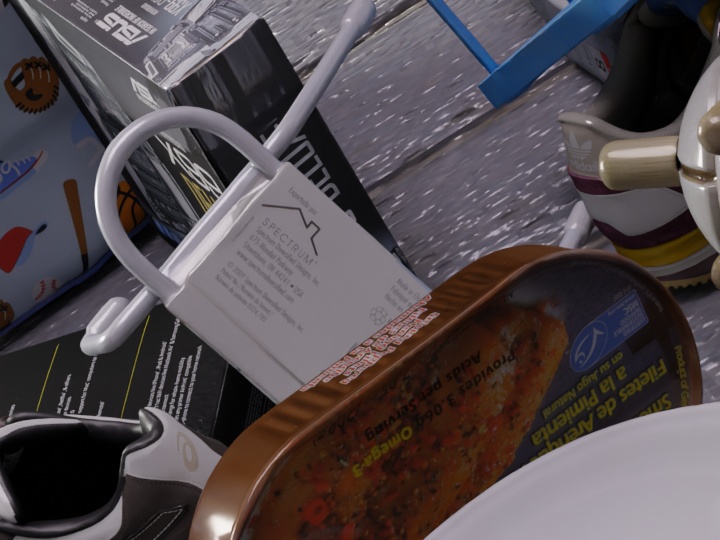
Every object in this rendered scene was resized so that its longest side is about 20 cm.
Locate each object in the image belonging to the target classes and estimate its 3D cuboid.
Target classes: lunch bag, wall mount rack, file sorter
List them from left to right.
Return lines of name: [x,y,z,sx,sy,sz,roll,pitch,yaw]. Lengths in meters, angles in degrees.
lunch bag: [-0.166,-0.065,1.314,0.200,0.160,0.076,-41,33,-13]
wall mount rack: [0.000,0.000,1.075,0.174,0.200,0.075,-50,10,-13]
file sorter: [0.102,-0.183,1.144,0.200,0.123,0.139,-42,1,-19]

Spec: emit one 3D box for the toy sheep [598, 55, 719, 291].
toy sheep: [0.176,-0.040,1.012,0.200,0.138,0.138,3,43,21]

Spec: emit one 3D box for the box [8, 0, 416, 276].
box: [-0.062,-0.054,1.212,0.050,0.158,0.200,-38,33,-10]

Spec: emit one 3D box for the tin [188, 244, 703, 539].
tin: [0.030,0.071,0.991,0.200,0.112,0.042,-35,20,-24]

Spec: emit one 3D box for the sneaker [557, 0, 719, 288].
sneaker: [0.154,-0.087,1.134,0.075,0.090,0.200,9,50,47]

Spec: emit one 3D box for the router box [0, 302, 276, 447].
router box: [-0.109,0.101,1.132,0.149,0.051,0.200,-17,36,22]

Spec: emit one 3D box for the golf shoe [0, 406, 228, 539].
golf shoe: [-0.117,0.084,1.028,0.200,0.095,0.078,-14,43,29]

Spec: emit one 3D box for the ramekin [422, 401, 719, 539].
ramekin: [0.092,0.140,0.867,0.202,0.094,0.203,-22,33,15]

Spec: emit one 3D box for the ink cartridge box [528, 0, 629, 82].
ink cartridge box: [0.141,-0.154,1.290,0.162,0.050,0.200,-35,26,-4]
